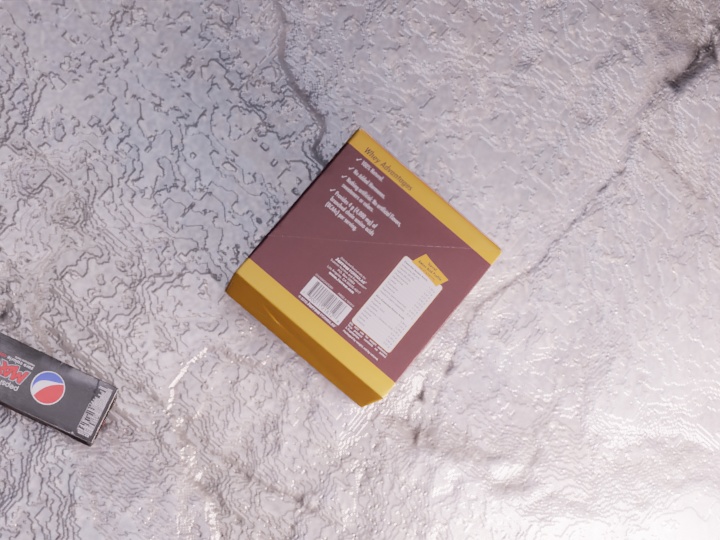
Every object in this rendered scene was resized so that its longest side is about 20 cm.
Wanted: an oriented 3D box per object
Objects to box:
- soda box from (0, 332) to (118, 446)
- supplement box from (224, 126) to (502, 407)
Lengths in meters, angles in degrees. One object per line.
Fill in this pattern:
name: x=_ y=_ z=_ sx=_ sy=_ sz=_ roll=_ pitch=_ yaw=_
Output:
soda box: x=-0.347 y=0.107 z=1.444 sx=0.200 sy=0.071 sz=0.063 roll=27 pitch=76 yaw=-5
supplement box: x=0.000 y=0.000 z=1.494 sx=0.197 sy=0.133 sz=0.200 roll=41 pitch=76 yaw=-1
